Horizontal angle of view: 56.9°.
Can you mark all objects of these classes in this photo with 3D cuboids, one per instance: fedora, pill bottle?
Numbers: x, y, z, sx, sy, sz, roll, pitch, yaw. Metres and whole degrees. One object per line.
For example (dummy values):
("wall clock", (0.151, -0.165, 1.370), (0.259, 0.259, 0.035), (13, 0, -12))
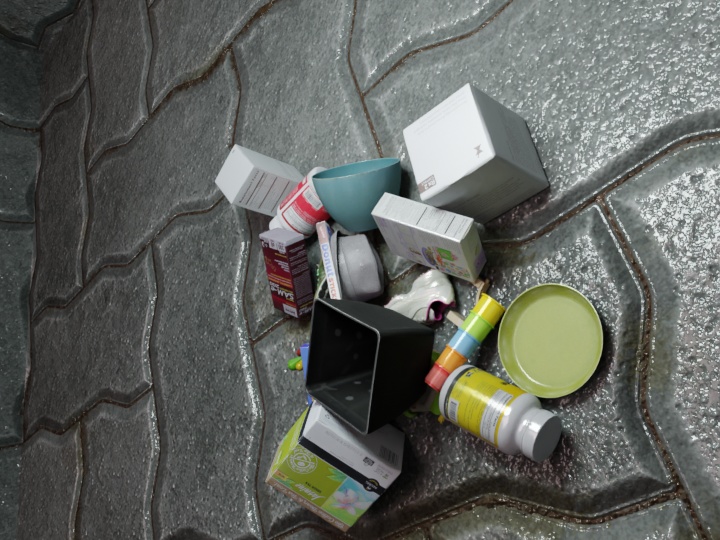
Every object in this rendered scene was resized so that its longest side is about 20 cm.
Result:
("fedora", (0.000, 0.000, 1.466), (0.090, 0.177, 0.201), (-15, 66, 9))
("pill bottle", (-0.133, -0.152, 1.640), (0.200, 0.112, 0.113), (-41, 54, 29))
("pill bottle", (0.246, 0.253, 1.172), (0.200, 0.112, 0.113), (23, 96, 44))

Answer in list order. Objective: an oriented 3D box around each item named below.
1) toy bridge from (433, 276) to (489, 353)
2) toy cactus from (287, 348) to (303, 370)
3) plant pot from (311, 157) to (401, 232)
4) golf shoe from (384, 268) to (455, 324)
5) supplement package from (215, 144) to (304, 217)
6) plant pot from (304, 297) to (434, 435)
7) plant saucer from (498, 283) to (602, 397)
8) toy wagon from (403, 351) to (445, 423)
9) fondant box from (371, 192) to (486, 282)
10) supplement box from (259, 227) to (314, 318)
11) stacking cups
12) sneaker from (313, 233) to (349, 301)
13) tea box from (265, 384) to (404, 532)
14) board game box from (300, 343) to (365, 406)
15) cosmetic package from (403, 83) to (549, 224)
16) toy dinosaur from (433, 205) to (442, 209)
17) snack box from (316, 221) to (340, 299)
("toy bridge", (0.202, 0.104, 1.310), (0.067, 0.027, 0.200), (40, 108, 42))
("toy cactus", (-0.069, 0.183, 1.495), (0.199, 0.102, 0.166), (0, 98, 30))
("plant pot", (0.002, -0.163, 1.479), (0.200, 0.200, 0.135), (4, 113, 44))
("golf shoe", (0.113, 0.083, 1.372), (0.200, 0.075, 0.092), (-43, 56, 29))
("supplement package", (-0.247, -0.221, 1.704), (0.117, 0.200, 0.117), (-56, 48, 18))
("plant pot", (0.028, 0.168, 1.270), (0.199, 0.177, 0.201), (24, 111, 48))
("plant saucer", (0.337, 0.124, 1.173), (0.200, 0.031, 0.201), (-13, 71, 41))
("toy wagon", (0.121, 0.223, 1.333), (0.200, 0.039, 0.156), (47, 128, 37))
("fondant box", (0.134, -0.064, 1.290), (0.200, 0.144, 0.058), (22, 69, 32))
("supplement box", (-0.176, 0.005, 1.614), (0.109, 0.061, 0.201), (17, 124, 45))
("stacking cups", (0.197, 0.141, 1.249), (0.060, 0.060, 0.200), (34, 89, 43))
("sneaker", (-0.075, 0.009, 1.584), (0.089, 0.077, 0.201), (9, 81, 58))
("tea box", (-0.048, 0.378, 1.342), (0.197, 0.200, 0.134), (-53, 7, 23))
("board game box", (-0.046, 0.250, 1.418), (0.134, 0.045, 0.201), (-7, 93, 12))
("cosmetic package", (0.217, -0.212, 1.254), (0.165, 0.200, 0.166), (-31, 60, 34))
("toy dinosaur", (0.166, -0.094, 1.333), (0.061, 0.106, 0.200), (66, 162, 11))
("snack box", (-0.061, -0.006, 1.480), (0.024, 0.072, 0.201), (-16, 73, 12))
